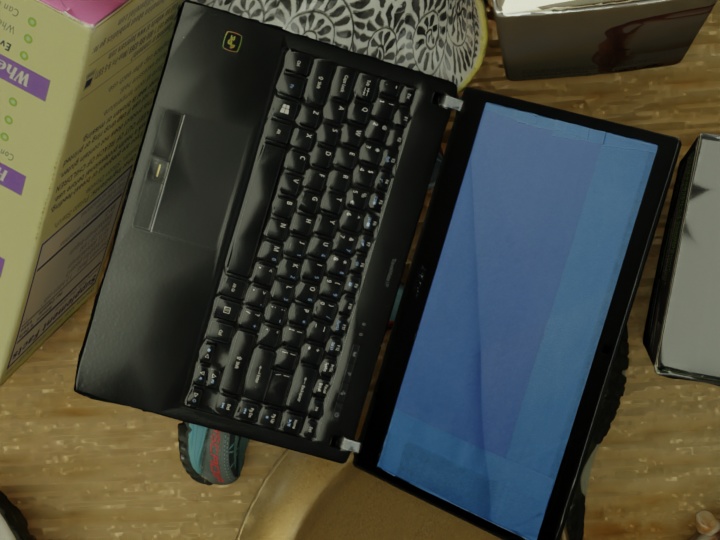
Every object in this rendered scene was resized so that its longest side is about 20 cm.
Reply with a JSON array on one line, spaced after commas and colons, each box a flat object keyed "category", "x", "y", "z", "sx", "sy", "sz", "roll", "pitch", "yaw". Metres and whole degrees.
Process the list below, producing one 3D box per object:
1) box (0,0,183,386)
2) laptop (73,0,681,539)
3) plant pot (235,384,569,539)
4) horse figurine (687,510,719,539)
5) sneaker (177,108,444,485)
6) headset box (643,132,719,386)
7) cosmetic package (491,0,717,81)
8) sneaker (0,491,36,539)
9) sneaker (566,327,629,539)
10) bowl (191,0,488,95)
[{"category": "box", "x": -0.191, "y": -0.081, "z": 0.747, "sx": 0.176, "sy": 0.097, "sz": 0.200, "roll": 28, "pitch": 125, "yaw": 7}, {"category": "laptop", "x": 0.000, "y": 0.000, "z": 0.694, "sx": 0.199, "sy": 0.103, "sz": 0.178, "roll": 16, "pitch": 93, "yaw": -10}, {"category": "plant pot", "x": 0.016, "y": 0.150, "z": 0.732, "sx": 0.200, "sy": 0.027, "sz": 0.201, "roll": -17, "pitch": 64, "yaw": 38}, {"category": "horse figurine", "x": 0.139, "y": 0.149, "z": 0.742, "sx": 0.050, "sy": 0.133, "sz": 0.200, "roll": 40, "pitch": 82, "yaw": 19}, {"category": "sneaker", "x": -0.020, "y": 0.017, "z": 0.775, "sx": 0.095, "sy": 0.079, "sz": 0.200, "roll": 22, "pitch": 102, "yaw": -3}, {"category": "headset box", "x": 0.209, "y": 0.008, "z": 0.680, "sx": 0.174, "sy": 0.200, "sz": 0.093, "roll": 11, "pitch": 92, "yaw": 7}, {"category": "cosmetic package", "x": 0.095, "y": -0.142, "z": 0.695, "sx": 0.087, "sy": 0.200, "sz": 0.104, "roll": -5, "pitch": 90, "yaw": 7}, {"category": "sneaker", "x": -0.181, "y": 0.201, "z": 0.793, "sx": 0.084, "sy": 0.074, "sz": 0.201, "roll": -10, "pitch": 89, "yaw": -8}, {"category": "sneaker", "x": 0.057, "y": 0.094, "z": 0.783, "sx": 0.088, "sy": 0.077, "sz": 0.201, "roll": 22, "pitch": 96, "yaw": 39}, {"category": "bowl", "x": -0.021, "y": -0.166, "z": 0.740, "sx": 0.200, "sy": 0.201, "sz": 0.094, "roll": 23, "pitch": 66, "yaw": 8}]
